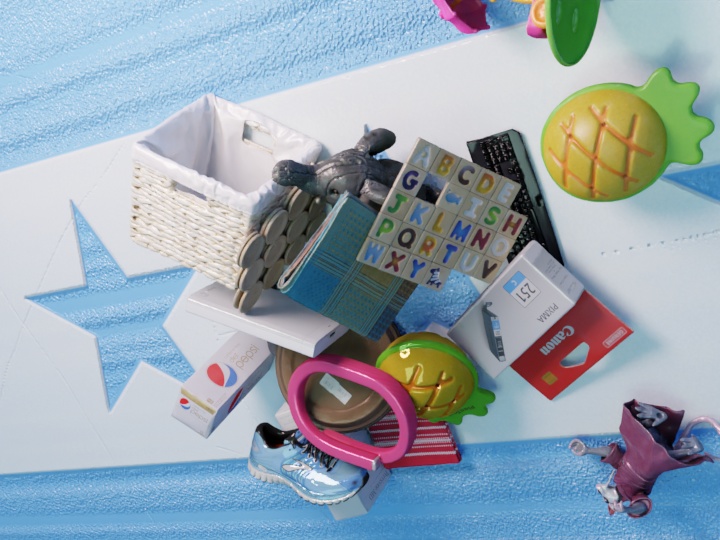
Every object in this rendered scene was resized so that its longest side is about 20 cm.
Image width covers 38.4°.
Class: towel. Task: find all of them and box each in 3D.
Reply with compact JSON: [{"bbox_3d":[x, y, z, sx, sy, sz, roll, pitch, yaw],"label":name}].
[{"bbox_3d":[0.064,0.209,1.557,0.143,0.022,0.203,-11,108,33],"label":"towel"},{"bbox_3d":[0.000,0.000,1.295,0.148,0.199,0.022,-53,47,6],"label":"towel"}]

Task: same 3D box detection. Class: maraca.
[{"bbox_3d":[0.301,-0.152,1.186,0.198,0.107,0.139,-19,109,33],"label":"maraca"},{"bbox_3d":[0.105,0.158,1.443,0.136,0.108,0.200,-21,133,31],"label":"maraca"}]

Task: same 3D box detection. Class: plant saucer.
[{"bbox_3d":[-0.031,0.135,1.499,0.196,0.029,0.204,0,87,9],"label":"plant saucer"}]

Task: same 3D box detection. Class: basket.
[{"bbox_3d":[-0.188,-0.108,1.412,0.196,0.200,0.163,24,126,14],"label":"basket"}]

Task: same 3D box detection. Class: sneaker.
[{"bbox_3d":[-0.080,0.276,1.510,0.197,0.078,0.092,12,117,22],"label":"sneaker"}]

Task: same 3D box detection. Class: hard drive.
[{"bbox_3d":[-0.127,0.061,1.444,0.197,0.132,0.027,19,110,17],"label":"hard drive"}]

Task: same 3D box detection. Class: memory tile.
[{"bbox_3d":[-0.104,-0.045,1.386,0.017,0.200,0.154,31,147,16],"label":"memory tile"}]

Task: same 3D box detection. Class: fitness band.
[{"bbox_3d":[-0.014,0.194,1.424,0.197,0.037,0.146,15,117,28],"label":"fitness band"}]

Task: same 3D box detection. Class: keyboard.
[{"bbox_3d":[0.186,-0.074,1.336,0.103,0.040,0.203,-13,108,31],"label":"keyboard"}]

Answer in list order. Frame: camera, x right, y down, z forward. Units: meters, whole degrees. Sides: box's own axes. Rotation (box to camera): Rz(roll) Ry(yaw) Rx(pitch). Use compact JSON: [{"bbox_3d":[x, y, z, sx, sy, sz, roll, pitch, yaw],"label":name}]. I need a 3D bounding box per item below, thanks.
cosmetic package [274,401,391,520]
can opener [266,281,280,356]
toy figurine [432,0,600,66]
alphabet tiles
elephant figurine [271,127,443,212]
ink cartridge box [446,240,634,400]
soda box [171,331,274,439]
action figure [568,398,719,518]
[{"bbox_3d":[-0.040,0.270,1.593,0.073,0.102,0.202,-23,104,35],"label":"cosmetic package"},{"bbox_3d":[-0.142,0.028,1.561,0.067,0.053,0.203,24,131,53],"label":"can opener"},{"bbox_3d":[0.165,-0.340,1.169,0.181,0.149,0.204,12,99,32],"label":"toy figurine"},{"bbox_3d":[0.112,-0.055,1.289,0.197,0.008,0.169,20,106,-29],"label":"alphabet tiles"},{"bbox_3d":[0.003,-0.108,1.308,0.141,0.200,0.156,38,85,20],"label":"elephant figurine"},{"bbox_3d":[0.233,0.082,1.370,0.176,0.045,0.201,42,137,4],"label":"ink cartridge box"},{"bbox_3d":[-0.200,0.162,1.555,0.067,0.200,0.064,31,125,8],"label":"soda box"},{"bbox_3d":[0.379,0.257,1.396,0.146,0.135,0.202,-5,138,-18],"label":"action figure"}]
